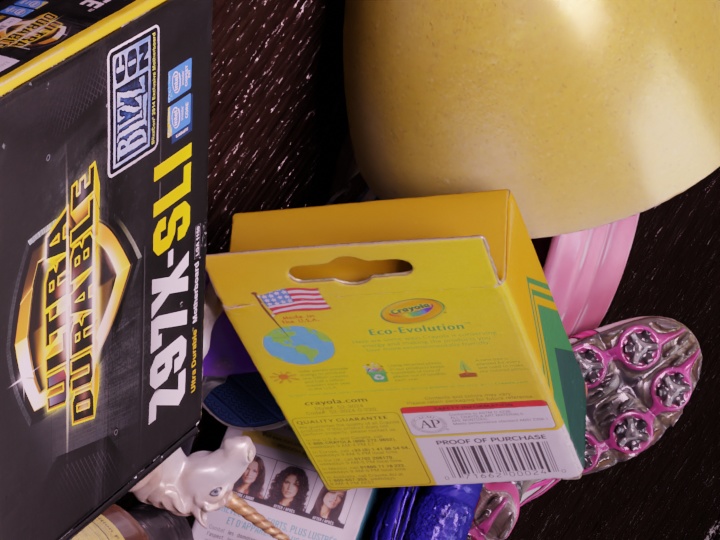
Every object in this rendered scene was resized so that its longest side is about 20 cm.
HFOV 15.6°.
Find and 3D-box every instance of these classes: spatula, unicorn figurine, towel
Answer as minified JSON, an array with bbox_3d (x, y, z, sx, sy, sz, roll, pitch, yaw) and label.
[{"bbox_3d":[-0.081,0.069,1.259,0.056,0.021,0.201,0,136,-24],"label":"spatula"},{"bbox_3d":[-0.094,0.059,1.154,0.199,0.074,0.138,-5,124,-49],"label":"unicorn figurine"},{"bbox_3d":[0.038,0.095,1.305,0.148,0.049,0.201,101,7,-76],"label":"towel"}]

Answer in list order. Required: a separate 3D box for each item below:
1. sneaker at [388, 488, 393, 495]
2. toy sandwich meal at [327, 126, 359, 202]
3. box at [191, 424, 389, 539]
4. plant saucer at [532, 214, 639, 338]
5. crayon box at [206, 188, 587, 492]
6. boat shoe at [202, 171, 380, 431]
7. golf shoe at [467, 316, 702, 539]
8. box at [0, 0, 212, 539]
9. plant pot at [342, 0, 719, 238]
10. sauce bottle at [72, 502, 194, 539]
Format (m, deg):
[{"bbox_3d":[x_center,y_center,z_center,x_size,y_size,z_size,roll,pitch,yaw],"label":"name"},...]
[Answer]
[{"bbox_3d":[-0.026,0.142,1.409,0.088,0.073,0.201,-96,-164,-46],"label":"sneaker"},{"bbox_3d":[0.053,-0.064,1.359,0.205,0.070,0.206,-52,162,-25],"label":"toy sandwich meal"},{"bbox_3d":[-0.031,0.109,1.304,0.049,0.082,0.201,79,29,-68],"label":"box"},{"bbox_3d":[0.114,-0.038,1.462,0.200,0.051,0.202,-168,-90,-80],"label":"plant saucer"},{"bbox_3d":[0.020,0.026,1.149,0.200,0.126,0.051,65,26,-54],"label":"crayon box"},{"bbox_3d":[0.000,0.000,1.268,0.200,0.072,0.072,-41,-169,19],"label":"boat shoe"},{"bbox_3d":[0.095,0.084,1.426,0.200,0.073,0.092,-35,-170,9],"label":"golf shoe"},{"bbox_3d":[-0.114,0.001,0.941,0.160,0.049,0.201,-41,141,-53],"label":"box"},{"bbox_3d":[0.074,-0.133,1.154,0.200,0.199,0.142,-49,137,-32],"label":"plant pot"},{"bbox_3d":[-0.132,0.137,1.166,0.065,0.065,0.200,-63,163,11],"label":"sauce bottle"}]
